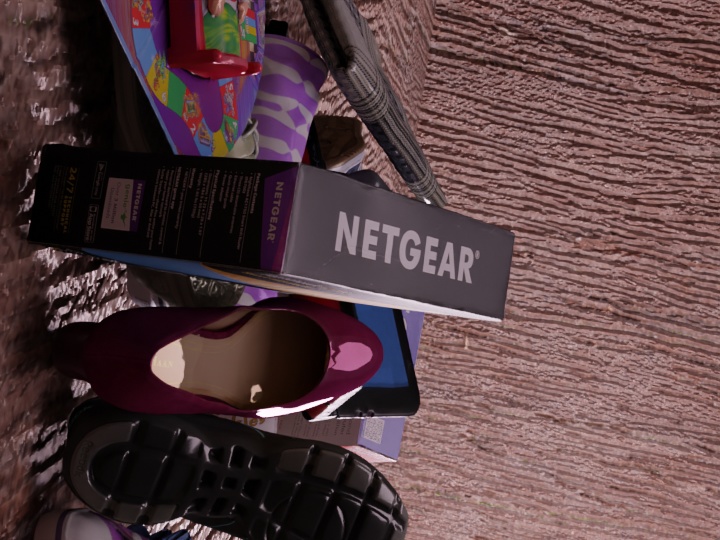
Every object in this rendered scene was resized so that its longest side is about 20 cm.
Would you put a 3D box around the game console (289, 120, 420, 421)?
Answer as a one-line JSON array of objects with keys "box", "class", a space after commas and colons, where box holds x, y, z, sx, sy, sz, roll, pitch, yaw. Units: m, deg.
[{"box": [0.000, 0.000, 1.065, 0.172, 0.118, 0.202, 134, -54, -65], "class": "game console"}]

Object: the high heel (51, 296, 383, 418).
[{"box": [-0.051, 0.049, 0.736, 0.096, 0.198, 0.068, 4, -85, 54], "class": "high heel"}]

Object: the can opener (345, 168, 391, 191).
[{"box": [0.038, -0.031, 1.077, 0.200, 0.066, 0.054, 44, 32, -72], "class": "can opener"}]

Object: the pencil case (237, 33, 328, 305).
[{"box": [-0.073, -0.053, 0.940, 0.085, 0.083, 0.202, 26, 71, -48], "class": "pencil case"}]

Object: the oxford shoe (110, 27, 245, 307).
[{"box": [-0.107, -0.069, 0.765, 0.075, 0.057, 0.202, -32, 123, -45], "class": "oxford shoe"}]

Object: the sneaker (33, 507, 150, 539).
[{"box": [-0.085, 0.171, 0.776, 0.201, 0.113, 0.073, 51, 26, -51], "class": "sneaker"}]

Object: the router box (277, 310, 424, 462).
[{"box": [-0.026, 0.061, 1.232, 0.179, 0.049, 0.202, -11, -118, 47], "class": "router box"}]

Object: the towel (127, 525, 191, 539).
[{"box": [-0.148, 0.233, 0.849, 0.200, 0.048, 0.113, -60, 160, -75], "class": "towel"}]

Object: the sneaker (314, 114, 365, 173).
[{"box": [-0.032, -0.080, 1.399, 0.200, 0.069, 0.110, -73, 169, -73], "class": "sneaker"}]

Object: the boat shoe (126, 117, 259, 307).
[{"box": [-0.090, -0.073, 0.853, 0.072, 0.061, 0.202, 2, 97, -84], "class": "boat shoe"}]

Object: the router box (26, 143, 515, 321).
[{"box": [-0.036, -0.016, 0.695, 0.199, 0.148, 0.052, 12, 85, -56], "class": "router box"}]

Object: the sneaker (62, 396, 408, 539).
[{"box": [-0.065, 0.108, 0.781, 0.076, 0.199, 0.079, -65, -158, 5], "class": "sneaker"}]

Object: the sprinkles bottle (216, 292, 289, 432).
[{"box": [-0.091, 0.077, 1.068, 0.068, 0.068, 0.202, -72, 169, -57], "class": "sprinkles bottle"}]

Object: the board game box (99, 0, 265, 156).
[{"box": [-0.072, -0.152, 0.710, 0.159, 0.039, 0.201, -74, 152, -42], "class": "board game box"}]

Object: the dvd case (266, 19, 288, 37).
[{"box": [-0.078, -0.084, 1.188, 0.201, 0.017, 0.144, 92, 9, -55], "class": "dvd case"}]

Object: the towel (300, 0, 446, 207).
[{"box": [-0.001, -0.160, 1.039, 0.193, 0.034, 0.201, 50, 13, -54], "class": "towel"}]
